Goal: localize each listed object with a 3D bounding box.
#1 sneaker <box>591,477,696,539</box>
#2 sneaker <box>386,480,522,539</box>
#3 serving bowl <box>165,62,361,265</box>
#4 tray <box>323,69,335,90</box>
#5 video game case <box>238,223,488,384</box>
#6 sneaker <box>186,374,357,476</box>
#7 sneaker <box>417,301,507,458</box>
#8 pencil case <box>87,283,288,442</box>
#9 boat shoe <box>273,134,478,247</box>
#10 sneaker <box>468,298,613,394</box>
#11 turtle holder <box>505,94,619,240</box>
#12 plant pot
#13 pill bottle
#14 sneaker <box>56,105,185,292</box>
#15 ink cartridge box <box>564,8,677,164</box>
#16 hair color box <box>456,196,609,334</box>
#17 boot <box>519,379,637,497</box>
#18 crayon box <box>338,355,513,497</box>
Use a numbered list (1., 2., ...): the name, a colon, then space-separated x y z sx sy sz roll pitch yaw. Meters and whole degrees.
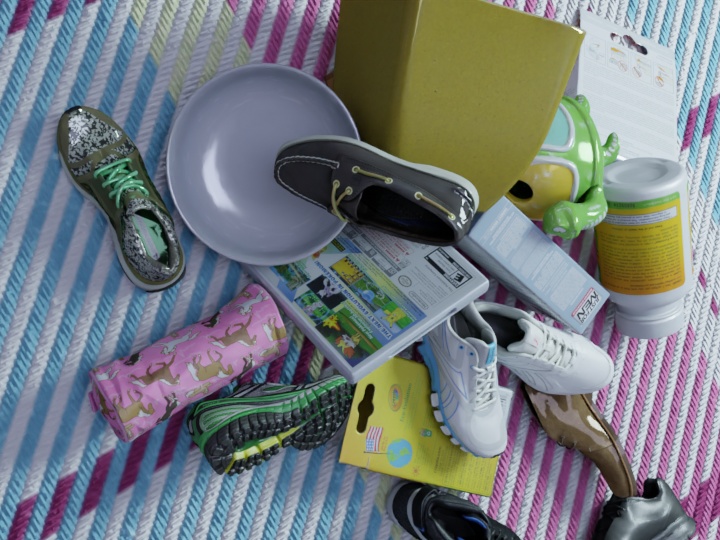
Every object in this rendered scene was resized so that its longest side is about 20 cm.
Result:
1. sneaker: 0.314 0.323 1.195 0.200 0.076 0.091 -26 88 -30
2. sneaker: 0.129 0.301 1.080 0.200 0.112 0.073 31 76 -20
3. serving bowl: -0.093 -0.107 1.003 0.200 0.066 0.201 1 97 4
4. tray: 0.065 -0.206 1.121 0.200 0.037 0.099 -24 97 -25
5. video game case: 0.000 0.000 1.020 0.182 0.022 0.200 -33 59 -22
6. sneaker: -0.085 0.138 1.011 0.200 0.085 0.078 -10 127 -40
7. sneaker: 0.116 0.105 1.041 0.075 0.087 0.200 -23 92 -35
8. pencil case: -0.169 0.090 0.970 0.200 0.087 0.083 -29 76 -23
9. boat shoe: 0.008 -0.073 0.919 0.201 0.072 0.061 14 42 11
10. sneaker: 0.194 0.088 1.101 0.200 0.099 0.078 19 83 -1
11. turtle holder: 0.203 -0.110 1.115 0.131 0.141 0.186 -4 76 -23
12. plant pot: 0.078 -0.170 1.010 0.194 0.195 0.200 9 100 -24
13. pill bottle: 0.339 -0.024 1.177 0.111 0.111 0.200 -23 116 -24
14. sneaker: -0.222 -0.073 0.953 0.077 0.089 0.200 -33 100 -22
15. ink cartridge box: 0.325 -0.214 1.246 0.162 0.050 0.200 17 63 -22
16. hair color box: 0.177 -0.016 1.104 0.200 0.099 0.061 39 86 -28
17. boot: 0.260 0.194 1.177 0.075 0.074 0.200 -31 92 -9
18. crayon box: 0.066 0.168 1.087 0.200 0.051 0.127 19 79 -27
